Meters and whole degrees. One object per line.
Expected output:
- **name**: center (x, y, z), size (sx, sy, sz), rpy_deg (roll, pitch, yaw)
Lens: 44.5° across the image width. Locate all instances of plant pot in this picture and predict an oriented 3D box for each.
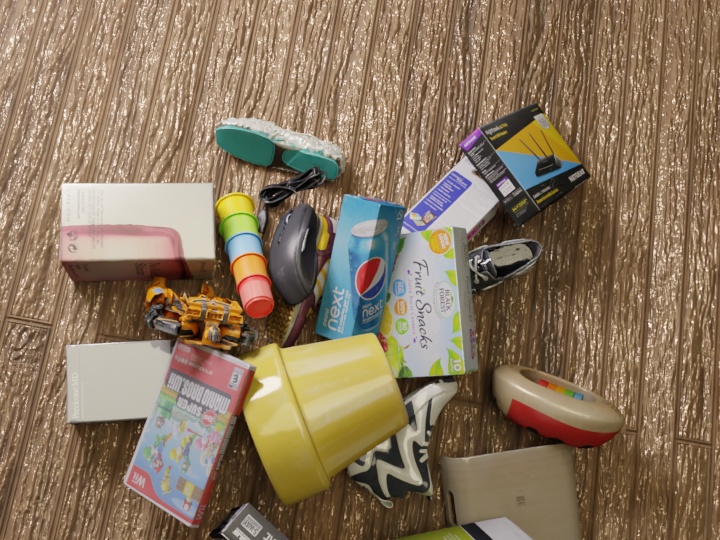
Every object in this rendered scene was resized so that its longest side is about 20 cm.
- **plant pot**: center (-0.047, 0.175, 1.142), size (0.188, 0.201, 0.201), rpy_deg (-22, 81, -6)

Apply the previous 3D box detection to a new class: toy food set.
- **toy food set**: center (0.217, 0.323, 1.253), size (0.199, 0.060, 0.144), rpy_deg (-6, 89, -11)

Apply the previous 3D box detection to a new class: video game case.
- **video game case**: center (-0.211, 0.192, 1.080), size (0.017, 0.143, 0.201), rpy_deg (25, 83, -49)

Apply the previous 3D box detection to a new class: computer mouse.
- **computer mouse**: center (-0.115, -0.047, 1.228), size (0.046, 0.140, 0.201), rpy_deg (22, 65, -42)

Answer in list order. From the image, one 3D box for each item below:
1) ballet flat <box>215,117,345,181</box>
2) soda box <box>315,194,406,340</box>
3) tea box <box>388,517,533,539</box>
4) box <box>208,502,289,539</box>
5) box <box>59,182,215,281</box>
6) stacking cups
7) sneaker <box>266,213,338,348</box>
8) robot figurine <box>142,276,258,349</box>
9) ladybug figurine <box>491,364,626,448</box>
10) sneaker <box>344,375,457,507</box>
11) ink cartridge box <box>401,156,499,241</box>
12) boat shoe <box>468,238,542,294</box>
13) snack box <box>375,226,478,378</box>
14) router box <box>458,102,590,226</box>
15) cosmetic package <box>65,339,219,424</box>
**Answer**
- **ballet flat**: center (-0.118, -0.186, 1.307), size (0.199, 0.072, 0.072), rpy_deg (18, 74, -9)
- **soda box**: center (0.000, 0.000, 1.223), size (0.064, 0.068, 0.201), rpy_deg (1, 104, -51)
- **tea box**: center (0.134, 0.451, 1.137), size (0.196, 0.134, 0.201), rpy_deg (-8, 94, -11)
- **box**: center (-0.109, 0.363, 1.098), size (0.158, 0.200, 0.050), rpy_deg (43, 69, 1)
- **box**: center (-0.298, -0.050, 1.197), size (0.199, 0.128, 0.110), rpy_deg (-1, 78, -11)
- **stacking cups**: center (-0.157, -0.018, 1.208), size (0.060, 0.061, 0.200), rpy_deg (-8, 50, -13)
- **sneaker**: center (-0.065, 0.022, 1.254), size (0.090, 0.075, 0.201), rpy_deg (18, 89, -34)
- **robot figurine**: center (-0.214, 0.055, 1.141), size (0.144, 0.200, 0.058), rpy_deg (11, 94, -26)
- **ladybug figurine**: center (0.276, 0.197, 1.250), size (0.199, 0.136, 0.072), rpy_deg (21, 100, 21)
- **sneaker**: center (0.081, 0.248, 1.226), size (0.199, 0.079, 0.130), rpy_deg (-37, 87, -17)
- **ink cartridge box**: center (0.131, -0.081, 1.321), size (0.095, 0.037, 0.200), rpy_deg (38, 74, 25)
- **boat shoe**: center (0.179, -0.001, 1.310), size (0.199, 0.068, 0.072), rpy_deg (-16, 80, -13)
- **snack box**: center (0.085, 0.047, 1.235), size (0.142, 0.053, 0.201), rpy_deg (-8, 85, 30)
- **router box**: center (0.251, -0.163, 1.323), size (0.149, 0.051, 0.200), rpy_deg (54, 40, 5)
- **cosmetic package**: center (-0.288, 0.148, 1.174), size (0.199, 0.090, 0.107), rpy_deg (-3, 81, -15)
